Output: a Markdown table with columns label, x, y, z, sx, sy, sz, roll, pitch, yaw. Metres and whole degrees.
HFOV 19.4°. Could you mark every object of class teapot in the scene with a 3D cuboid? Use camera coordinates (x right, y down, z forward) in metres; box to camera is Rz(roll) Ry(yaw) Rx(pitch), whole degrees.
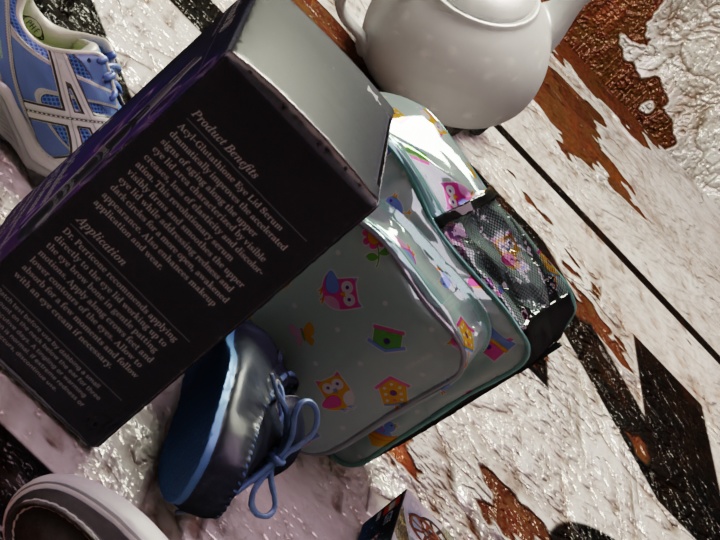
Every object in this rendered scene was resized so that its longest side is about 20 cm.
| label | x | y | z | sx | sy | sz | roll | pitch | yaw |
| --- | --- | --- | --- | --- | --- | --- | --- | --- | --- |
| teapot | 0.099 | -0.243 | 2.016 | 0.197 | 0.146 | 0.200 | 33 | 44 | 11 |

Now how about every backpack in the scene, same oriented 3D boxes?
| label | x | y | z | sx | sy | sz | roll | pitch | yaw |
| --- | --- | --- | --- | --- | --- | --- | --- | --- | --- |
| backpack | 0.000 | 0.000 | 1.246 | 0.153 | 0.176 | 0.200 | -21 | 80 | -56 |

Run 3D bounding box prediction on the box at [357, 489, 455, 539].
| label | x | y | z | sx | sy | sz | roll | pitch | yaw |
| --- | --- | --- | --- | --- | --- | --- | --- | --- | --- |
| box | 0.047 | 0.213 | 1.144 | 0.137 | 0.038 | 0.200 | 47 | 16 | -7 |

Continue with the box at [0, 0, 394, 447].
| label | x | y | z | sx | sy | sz | roll | pitch | yaw |
| --- | --- | --- | --- | --- | --- | --- | --- | --- | --- |
| box | -0.089 | -0.032 | 1.057 | 0.104 | 0.200 | 0.148 | 45 | 17 | -13 |

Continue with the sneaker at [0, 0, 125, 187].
| label | x | y | z | sx | sy | sz | roll | pitch | yaw |
| --- | --- | --- | --- | --- | --- | --- | --- | --- | --- |
| sneaker | -0.162 | -0.088 | 1.217 | 0.200 | 0.077 | 0.076 | 45 | 15 | -17 |

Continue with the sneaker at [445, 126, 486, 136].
| label | x | y | z | sx | sy | sz | roll | pitch | yaw |
| --- | --- | --- | --- | --- | --- | --- | --- | --- | --- |
| sneaker | 0.109 | -0.187 | 2.150 | 0.079 | 0.075 | 0.200 | 49 | 16 | 10 |

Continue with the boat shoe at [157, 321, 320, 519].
| label | x | y | z | sx | sy | sz | roll | pitch | yaw |
| --- | --- | --- | --- | --- | --- | --- | --- | --- | --- |
| boat shoe | -0.055 | 0.075 | 1.108 | 0.069 | 0.084 | 0.200 | 34 | 21 | -9 |

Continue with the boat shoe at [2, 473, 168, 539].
| label | x | y | z | sx | sy | sz | roll | pitch | yaw |
| --- | --- | --- | --- | --- | --- | --- | --- | --- | --- |
| boat shoe | -0.089 | 0.168 | 0.849 | 0.200 | 0.069 | 0.057 | 55 | 18 | 14 |
